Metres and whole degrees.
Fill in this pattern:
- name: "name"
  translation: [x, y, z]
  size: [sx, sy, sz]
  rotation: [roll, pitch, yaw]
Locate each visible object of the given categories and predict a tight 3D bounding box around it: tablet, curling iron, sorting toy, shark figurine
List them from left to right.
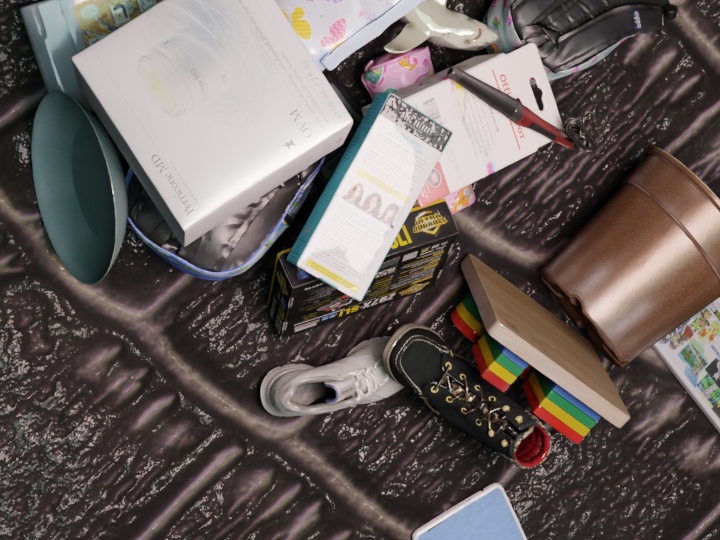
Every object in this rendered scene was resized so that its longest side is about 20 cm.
- name: "shark figurine"
  translation: [0.047, -0.321, 1.709]
  size: [0.128, 0.089, 0.215]
  rotation: [-29, 94, -10]
- name: "tablet"
  translation: [0.155, 0.373, 1.868]
  size: [0.130, 0.014, 0.201]
  rotation: [-29, 105, -13]
- name: "curling iron"
  translation: [0.177, -0.177, 1.647]
  size: [0.199, 0.026, 0.050]
  rotation: [22, 121, -22]
- name: "sorting toy"
  translation: [0.193, 0.096, 1.760]
  size: [0.200, 0.199, 0.070]
  rotation: [35, 105, -18]

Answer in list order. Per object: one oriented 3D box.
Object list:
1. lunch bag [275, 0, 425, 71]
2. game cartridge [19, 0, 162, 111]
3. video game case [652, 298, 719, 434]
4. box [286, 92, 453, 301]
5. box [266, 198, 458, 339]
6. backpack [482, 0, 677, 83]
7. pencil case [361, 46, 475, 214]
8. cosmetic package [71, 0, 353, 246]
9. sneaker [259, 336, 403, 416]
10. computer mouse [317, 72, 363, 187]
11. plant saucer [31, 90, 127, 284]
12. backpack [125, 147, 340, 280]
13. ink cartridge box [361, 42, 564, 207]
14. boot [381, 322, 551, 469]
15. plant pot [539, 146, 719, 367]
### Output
- name: "lunch bag"
  translation: [-0.028, -0.307, 1.605]
  size: [0.169, 0.200, 0.127]
  rotation: [-37, 144, 4]
- name: "game cartridge"
  translation: [-0.251, -0.248, 1.647]
  size: [0.199, 0.042, 0.134]
  rotation: [-21, 99, -15]
- name: "video game case"
  translation: [0.478, 0.092, 1.935]
  size: [0.182, 0.022, 0.200]
  rotation: [-43, 108, -9]
- name: "box"
  translation: [0.009, -0.077, 1.577]
  size: [0.082, 0.049, 0.201]
  rotation: [30, 88, -19]
- name: "box"
  translation: [0.000, 0.000, 1.695]
  size: [0.199, 0.160, 0.050]
  rotation: [-19, 73, -14]
- name: "backpack"
  translation: [0.238, -0.295, 1.749]
  size: [0.200, 0.127, 0.167]
  rotation: [-38, 93, -20]
- name: "pencil case"
  translation: [0.066, -0.152, 1.737]
  size: [0.087, 0.087, 0.201]
  rotation: [-22, 104, -14]
- name: "cosmetic package"
  translation: [-0.146, -0.165, 1.502]
  size: [0.199, 0.123, 0.200]
  rotation: [-34, 88, -8]
- name: "sneaker"
  translation: [-0.011, 0.130, 1.745]
  size: [0.199, 0.087, 0.075]
  rotation: [-17, 100, -17]
- name: "computer mouse"
  translation: [-0.033, -0.166, 1.716]
  size: [0.138, 0.053, 0.200]
  rotation: [-34, 101, 9]
- name: "plant saucer"
  translation: [-0.282, -0.087, 1.578]
  size: [0.039, 0.200, 0.203]
  rotation: [-14, 101, -33]
- name: "backpack"
  translation: [-0.152, -0.094, 1.631]
  size: [0.182, 0.147, 0.201]
  rotation: [32, 81, -6]
- name: "ink cartridge box"
  translation: [0.115, -0.162, 1.674]
  size: [0.199, 0.067, 0.117]
  rotation: [-26, 105, -21]
- name: "boot"
  translation: [0.123, 0.141, 1.718]
  size: [0.074, 0.153, 0.204]
  rotation: [-53, 140, -6]
- name: "plant pot"
  translation: [0.331, -0.004, 1.795]
  size: [0.198, 0.200, 0.200]
  rotation: [-41, 107, -1]
